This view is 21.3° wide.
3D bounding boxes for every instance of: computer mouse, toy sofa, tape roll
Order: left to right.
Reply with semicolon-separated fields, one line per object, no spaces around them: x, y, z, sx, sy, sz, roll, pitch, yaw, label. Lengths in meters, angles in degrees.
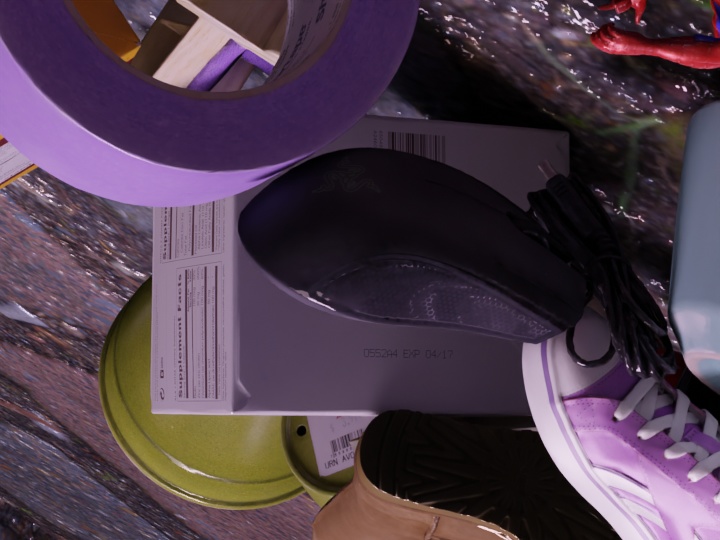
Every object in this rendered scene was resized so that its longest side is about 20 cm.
-0.080;-0.132;0.834;0.200;0.200;0.085;34;161;-13;tape roll
-0.058;-0.123;1.018;0.098;0.083;0.200;33;162;-10;toy sofa
0.044;-0.018;0.844;0.200;0.053;0.139;7;-143;-26;computer mouse

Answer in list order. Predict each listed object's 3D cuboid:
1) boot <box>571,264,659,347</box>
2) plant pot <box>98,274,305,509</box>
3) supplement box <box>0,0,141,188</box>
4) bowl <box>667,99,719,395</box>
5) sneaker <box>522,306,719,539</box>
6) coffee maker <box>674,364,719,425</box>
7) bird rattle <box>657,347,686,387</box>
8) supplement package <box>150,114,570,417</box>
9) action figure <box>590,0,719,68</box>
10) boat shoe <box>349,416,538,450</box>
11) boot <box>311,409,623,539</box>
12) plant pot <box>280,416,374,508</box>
0.121;0.054;1.189;0.075;0.097;0.200;-6;143;45;boot
-0.076;0.043;1.358;0.200;0.200;0.193;29;151;1;plant pot
-0.245;-0.144;1.056;0.197;0.133;0.200;56;160;0;supplement box
0.216;0.018;0.845;0.201;0.105;0.201;27;172;4;bowl
0.164;0.089;0.876;0.114;0.073;0.200;-25;104;47;sneaker
0.247;0.111;0.957;0.200;0.192;0.135;22;142;19;coffee maker
0.251;0.099;1.132;0.200;0.113;0.163;25;178;24;bird rattle
0.000;0.000;1.020;0.200;0.156;0.111;2;175;-28;supplement package
0.116;-0.127;0.750;0.099;0.065;0.200;-9;145;26;action figure
0.086;0.115;1.093;0.200;0.068;0.072;0;-176;23;boat shoe
0.066;0.138;1.035;0.175;0.066;0.200;21;158;2;boot
0.040;0.115;1.258;0.187;0.187;0.200;18;177;32;plant pot
